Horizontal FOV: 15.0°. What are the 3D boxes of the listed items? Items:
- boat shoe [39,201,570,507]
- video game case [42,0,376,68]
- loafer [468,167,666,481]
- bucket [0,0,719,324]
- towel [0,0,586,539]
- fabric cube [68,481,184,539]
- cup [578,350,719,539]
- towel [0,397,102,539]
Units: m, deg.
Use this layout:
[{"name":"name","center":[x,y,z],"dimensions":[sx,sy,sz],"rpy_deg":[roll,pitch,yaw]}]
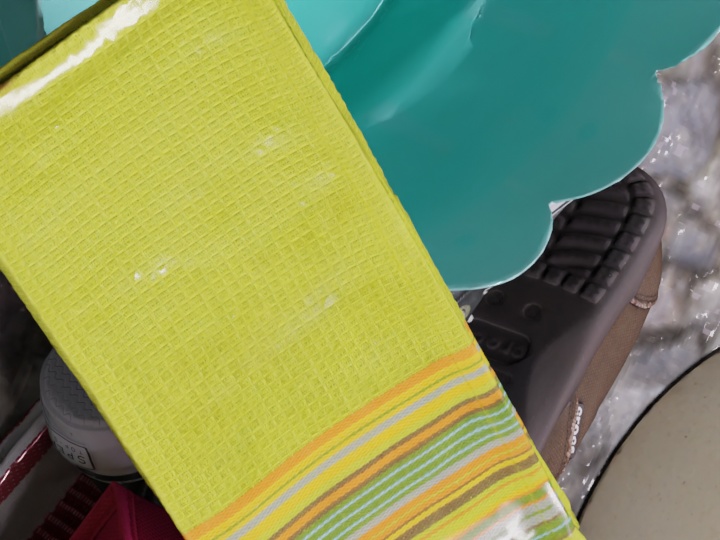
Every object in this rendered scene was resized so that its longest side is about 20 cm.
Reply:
[{"name":"boat shoe","center":[0.000,0.000,0.786],"dimensions":[0.200,0.072,0.071],"rpy_deg":[-34,138,-6]},{"name":"video game case","center":[-0.003,-0.128,0.782],"dimensions":[0.182,0.023,0.200],"rpy_deg":[15,98,-38]},{"name":"loafer","center":[0.036,0.057,0.835],"dimensions":[0.200,0.073,0.071],"rpy_deg":[-50,146,-19]},{"name":"bucket","center":[-0.019,-0.102,0.678],"dimensions":[0.207,0.135,0.207],"rpy_deg":[-10,110,-29]},{"name":"towel","center":[-0.018,0.020,0.629],"dimensions":[0.086,0.018,0.200],"rpy_deg":[-37,126,-10]},{"name":"fabric cube","center":[-0.025,0.216,0.722],"dimensions":[0.199,0.196,0.200],"rpy_deg":[26,115,-25]},{"name":"cup","center":[0.186,0.131,0.938],"dimensions":[0.200,0.143,0.200],"rpy_deg":[-13,114,-32]},{"name":"towel","center":[-0.075,0.143,0.832],"dimensions":[0.144,0.023,0.200],"rpy_deg":[-51,126,-7]}]
